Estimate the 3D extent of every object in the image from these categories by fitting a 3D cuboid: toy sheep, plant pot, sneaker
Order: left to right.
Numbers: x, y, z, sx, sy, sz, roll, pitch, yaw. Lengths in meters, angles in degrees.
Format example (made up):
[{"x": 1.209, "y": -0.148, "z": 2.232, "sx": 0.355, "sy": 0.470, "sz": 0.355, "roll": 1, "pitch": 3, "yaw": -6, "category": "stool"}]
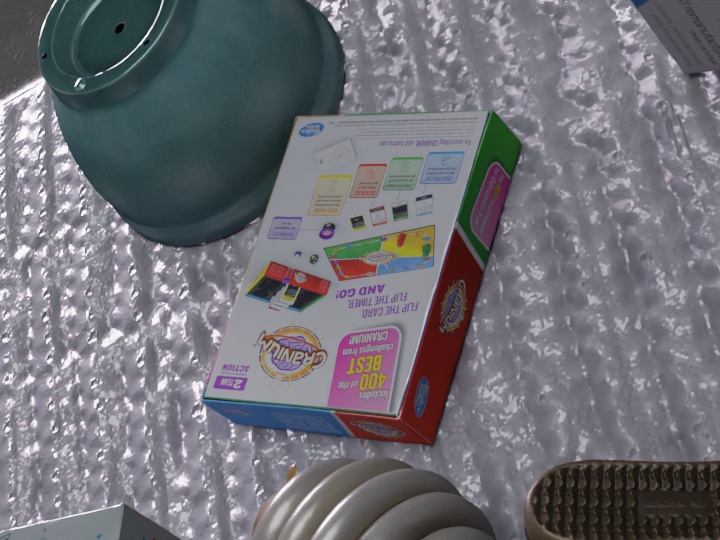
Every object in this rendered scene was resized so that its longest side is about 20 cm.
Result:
[{"x": -0.130, "y": -0.135, "z": 1.197, "sx": 0.200, "sy": 0.134, "sz": 0.201, "roll": -18, "pitch": 54, "yaw": 27, "category": "plant pot"}, {"x": 0.017, "y": 0.163, "z": 0.907, "sx": 0.199, "sy": 0.138, "sz": 0.138, "roll": 20, "pitch": 76, "yaw": 42, "category": "toy sheep"}, {"x": 0.179, "y": 0.133, "z": 0.859, "sx": 0.199, "sy": 0.076, "sz": 0.071, "roll": 7, "pitch": 55, "yaw": 16, "category": "sneaker"}]

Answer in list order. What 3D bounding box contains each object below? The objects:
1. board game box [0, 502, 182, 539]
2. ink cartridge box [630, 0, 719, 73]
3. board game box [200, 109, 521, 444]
[{"x": -0.171, "y": 0.205, "z": 1.010, "sx": 0.199, "sy": 0.148, "sz": 0.065, "roll": -15, "pitch": 53, "yaw": 28, "category": "board game box"}, {"x": 0.248, "y": -0.211, "z": 0.956, "sx": 0.199, "sy": 0.147, "sz": 0.147, "roll": -1, "pitch": 62, "yaw": 36, "category": "ink cartridge box"}, {"x": 0.000, "y": 0.000, "z": 1.082, "sx": 0.152, "sy": 0.040, "sz": 0.201, "roll": 3, "pitch": 65, "yaw": 37, "category": "board game box"}]
